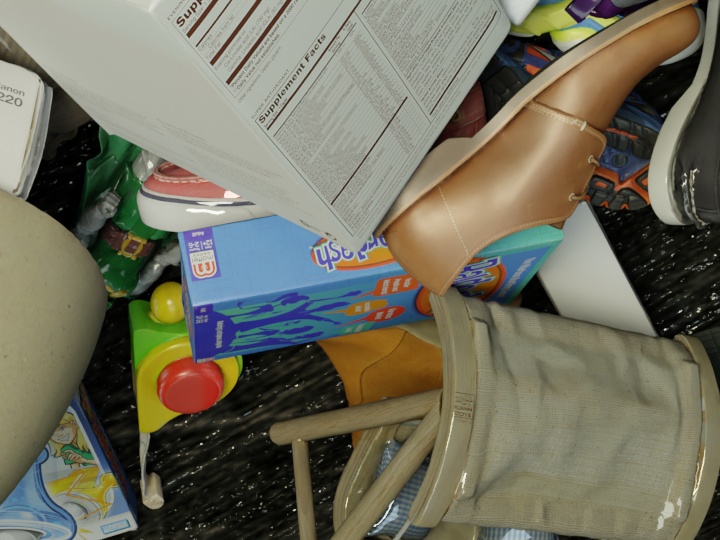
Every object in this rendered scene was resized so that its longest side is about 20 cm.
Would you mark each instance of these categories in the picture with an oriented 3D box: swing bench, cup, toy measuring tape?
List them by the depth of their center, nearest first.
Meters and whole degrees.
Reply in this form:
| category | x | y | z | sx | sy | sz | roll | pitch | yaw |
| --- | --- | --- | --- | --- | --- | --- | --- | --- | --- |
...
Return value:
| category | x | y | z | sx | sy | sz | roll | pitch | yaw |
| --- | --- | --- | --- | --- | --- | --- | --- | --- | --- |
| cup | -0.236 | 0.061 | 0.807 | 0.199 | 0.144 | 0.201 | 3 | 146 | 2 |
| swing bench | 0.082 | 0.119 | 0.957 | 0.198 | 0.130 | 0.200 | 11 | 146 | -31 |
| toy measuring tape | -0.111 | 0.081 | 1.043 | 0.073 | 0.074 | 0.201 | -4 | 135 | -9 |

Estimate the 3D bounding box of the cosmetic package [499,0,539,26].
| category | x | y | z | sx | sy | sz | roll | pitch | yaw |
| --- | --- | --- | --- | --- | --- | --- | --- | --- | --- |
| cosmetic package | 0.031 | -0.226 | 0.814 | 0.200 | 0.071 | 0.102 | 35 | 111 | -8 |

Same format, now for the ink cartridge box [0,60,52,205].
| category | x | y | z | sx | sy | sz | roll | pitch | yaw |
| --- | --- | --- | --- | --- | --- | --- | --- | --- | --- |
| ink cartridge box | -0.264 | -0.039 | 0.864 | 0.145 | 0.085 | 0.200 | 17 | 142 | -19 |

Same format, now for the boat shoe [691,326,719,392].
| category | x | y | z | sx | sy | sz | roll | pitch | yaw |
| --- | --- | --- | --- | --- | --- | --- | --- | --- | --- |
| boat shoe | 0.224 | 0.101 | 1.123 | 0.201 | 0.075 | 0.065 | -29 | 131 | 13 |

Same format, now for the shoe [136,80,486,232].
| category | x | y | z | sx | sy | sz | roll | pitch | yaw |
| --- | --- | --- | --- | --- | --- | --- | --- | --- | --- |
| shoe | -0.027 | -0.080 | 0.889 | 0.199 | 0.072 | 0.091 | -8 | 113 | -6 |

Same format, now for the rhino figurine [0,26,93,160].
| category | x | y | z | sx | sy | sz | roll | pitch | yaw |
| --- | --- | --- | --- | --- | --- | --- | --- | --- | --- |
| rhino figurine | -0.216 | -0.133 | 0.871 | 0.087 | 0.060 | 0.200 | -38 | 126 | 22 |

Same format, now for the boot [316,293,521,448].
| category | x | y | z | sx | sy | sz | roll | pitch | yaw |
| --- | --- | --- | --- | --- | --- | --- | --- | --- | --- |
| boot | 0.002 | 0.065 | 1.052 | 0.200 | 0.071 | 0.144 | 5 | 129 | -10 |

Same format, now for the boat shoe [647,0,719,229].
| category | x | y | z | sx | sy | sz | roll | pitch | yaw |
| --- | --- | --- | --- | --- | --- | --- | --- | --- | --- |
| boat shoe | 0.223 | -0.115 | 0.915 | 0.074 | 0.060 | 0.201 | 43 | 65 | -43 |

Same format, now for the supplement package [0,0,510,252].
| category | x | y | z | sx | sy | sz | roll | pitch | yaw |
| --- | --- | --- | --- | --- | --- | --- | --- | --- | --- |
| supplement package | -0.070 | -0.143 | 0.762 | 0.147 | 0.191 | 0.200 | -56 | 144 | -11 |

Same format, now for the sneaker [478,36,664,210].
| category | x | y | z | sx | sy | sz | roll | pitch | yaw |
| --- | --- | --- | --- | --- | --- | --- | --- | --- | --- |
| sneaker | 0.093 | -0.102 | 0.955 | 0.199 | 0.079 | 0.075 | 27 | 121 | -8 |

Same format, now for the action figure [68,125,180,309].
| category | x | y | z | sx | sy | sz | roll | pitch | yaw |
| --- | --- | --- | --- | --- | --- | --- | --- | --- | --- |
| action figure | -0.126 | -0.039 | 0.964 | 0.118 | 0.055 | 0.200 | 21 | 121 | -27 |

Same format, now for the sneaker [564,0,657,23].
| category | x | y | z | sx | sy | sz | roll | pitch | yaw |
| --- | --- | --- | --- | --- | --- | --- | --- | --- | --- |
| sneaker | 0.151 | -0.176 | 0.857 | 0.087 | 0.200 | 0.075 | -40 | 88 | 23 |

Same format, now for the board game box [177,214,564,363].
| category | x | y | z | sx | sy | sz | roll | pitch | yaw |
| --- | --- | --- | --- | --- | --- | --- | --- | --- | --- |
| board game box | 0.000 | 0.000 | 0.907 | 0.199 | 0.045 | 0.152 | -11 | 167 | -7 |

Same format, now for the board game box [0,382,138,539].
| category | x | y | z | sx | sy | sz | roll | pitch | yaw |
| --- | --- | --- | --- | --- | --- | --- | --- | --- | --- |
| board game box | -0.262 | 0.142 | 1.067 | 0.199 | 0.035 | 0.136 | -18 | 126 | 0 |

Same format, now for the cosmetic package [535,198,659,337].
| category | x | y | z | sx | sy | sz | roll | pitch | yaw |
| --- | --- | --- | --- | --- | --- | --- | --- | --- | --- |
| cosmetic package | 0.150 | 0.016 | 1.039 | 0.050 | 0.083 | 0.200 | -28 | 124 | 7 |

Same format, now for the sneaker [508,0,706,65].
| category | x | y | z | sx | sy | sz | roll | pitch | yaw |
| --- | --- | --- | --- | --- | --- | --- | --- | --- | --- |
| sneaker | 0.114 | -0.180 | 0.901 | 0.199 | 0.076 | 0.105 | 8 | 121 | -16 |

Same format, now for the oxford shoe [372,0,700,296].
| category | x | y | z | sx | sy | sz | roll | pitch | yaw |
| --- | --- | --- | --- | --- | --- | --- | --- | --- | --- |
| oxford shoe | 0.097 | -0.063 | 0.812 | 0.200 | 0.071 | 0.071 | -39 | 86 | 7 |
